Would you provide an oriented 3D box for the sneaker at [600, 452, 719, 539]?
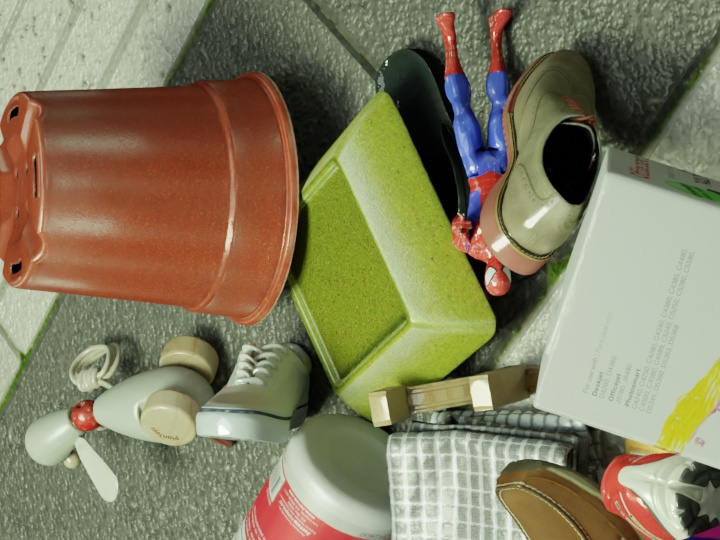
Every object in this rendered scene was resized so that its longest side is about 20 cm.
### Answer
[{"bbox_3d":[0.219,0.152,1.191,0.084,0.200,0.078,6,71,42],"label":"sneaker"}]

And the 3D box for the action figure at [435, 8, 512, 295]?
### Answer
[{"bbox_3d":[0.089,-0.085,1.319,0.099,0.065,0.202,121,144,-84],"label":"action figure"}]

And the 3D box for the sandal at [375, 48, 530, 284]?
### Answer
[{"bbox_3d":[0.060,-0.071,1.398,0.075,0.048,0.201,-45,66,37],"label":"sandal"}]

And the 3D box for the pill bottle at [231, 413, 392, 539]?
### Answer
[{"bbox_3d":[-0.041,0.218,1.490,0.112,0.112,0.201,48,125,27],"label":"pill bottle"}]

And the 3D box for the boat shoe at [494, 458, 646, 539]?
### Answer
[{"bbox_3d":[0.162,0.207,1.262,0.200,0.074,0.075,44,149,-17],"label":"boat shoe"}]

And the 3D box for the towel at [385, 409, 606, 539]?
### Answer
[{"bbox_3d":[0.101,0.202,1.375,0.165,0.085,0.202,1,96,42],"label":"towel"}]

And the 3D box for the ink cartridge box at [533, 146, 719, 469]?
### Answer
[{"bbox_3d":[0.218,0.030,1.133,0.198,0.147,0.147,17,101,4],"label":"ink cartridge box"}]

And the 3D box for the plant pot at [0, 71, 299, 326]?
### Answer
[{"bbox_3d":[-0.175,-0.058,1.476,0.200,0.194,0.203,-179,90,-65],"label":"plant pot"}]

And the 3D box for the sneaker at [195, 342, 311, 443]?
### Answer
[{"bbox_3d":[-0.082,0.091,1.465,0.072,0.200,0.072,4,93,6],"label":"sneaker"}]

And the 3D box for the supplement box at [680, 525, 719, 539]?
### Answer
[{"bbox_3d":[0.283,0.192,1.127,0.101,0.199,0.104,5,101,42],"label":"supplement box"}]

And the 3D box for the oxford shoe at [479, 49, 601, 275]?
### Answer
[{"bbox_3d":[0.136,-0.084,1.251,0.075,0.070,0.201,-42,24,42],"label":"oxford shoe"}]

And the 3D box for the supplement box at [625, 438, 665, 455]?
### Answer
[{"bbox_3d":[0.218,0.072,1.261,0.068,0.066,0.202,10,103,43],"label":"supplement box"}]

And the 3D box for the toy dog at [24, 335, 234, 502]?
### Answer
[{"bbox_3d":[-0.185,0.133,1.628,0.199,0.132,0.097,-7,130,47],"label":"toy dog"}]

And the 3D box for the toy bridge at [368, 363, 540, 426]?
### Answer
[{"bbox_3d":[0.101,0.084,1.367,0.199,0.067,0.027,-10,91,32],"label":"toy bridge"}]

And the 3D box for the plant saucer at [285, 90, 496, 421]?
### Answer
[{"bbox_3d":[0.000,0.000,1.429,0.200,0.048,0.201,-45,65,54],"label":"plant saucer"}]
